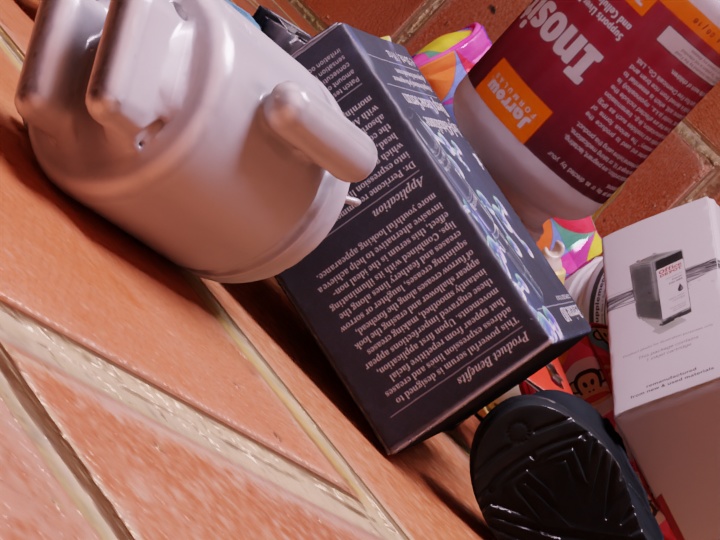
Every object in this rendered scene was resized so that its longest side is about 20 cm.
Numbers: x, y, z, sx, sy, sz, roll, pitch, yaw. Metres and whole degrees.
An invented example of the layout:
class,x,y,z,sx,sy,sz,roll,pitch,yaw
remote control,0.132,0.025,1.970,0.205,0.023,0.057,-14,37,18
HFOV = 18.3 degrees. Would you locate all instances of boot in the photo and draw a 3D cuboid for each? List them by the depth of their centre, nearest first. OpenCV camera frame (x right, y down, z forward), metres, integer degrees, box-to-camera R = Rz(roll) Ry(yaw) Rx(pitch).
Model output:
class,x,y,z,sx,sy,sz,roll,pitch,yaw
boot,0.110,0.115,1.255,0.200,0.076,0.168,49,7,-27

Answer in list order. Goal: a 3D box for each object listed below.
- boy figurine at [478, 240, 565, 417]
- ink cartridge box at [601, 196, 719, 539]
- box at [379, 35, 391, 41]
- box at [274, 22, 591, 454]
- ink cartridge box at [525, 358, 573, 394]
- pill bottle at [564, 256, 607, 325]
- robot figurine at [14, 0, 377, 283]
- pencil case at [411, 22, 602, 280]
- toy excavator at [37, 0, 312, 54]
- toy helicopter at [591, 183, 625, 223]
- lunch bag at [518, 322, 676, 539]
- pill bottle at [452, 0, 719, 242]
class,x,y,z,sx,sy,sz,roll,pitch,yaw
boy figurine,0.084,0.021,1.539,0.064,0.123,0.202,-141,-139,-72
ink cartridge box,0.217,0.072,1.408,0.201,0.082,0.147,-84,149,-57
box,0.010,-0.076,1.569,0.200,0.050,0.076,86,-9,-63
box,0.019,-0.018,1.199,0.201,0.107,0.148,57,12,6
ink cartridge box,0.069,-0.001,1.358,0.200,0.050,0.109,38,13,-16
pill bottle,0.233,0.033,1.633,0.116,0.116,0.200,42,-22,-22
robot figurine,-0.077,-0.064,1.044,0.168,0.114,0.200,7,-17,32
pencil case,0.096,-0.074,1.593,0.201,0.088,0.088,62,3,-11
toy excavator,-0.131,-0.152,1.470,0.199,0.100,0.195,30,7,-12
toy helicopter,0.150,-0.004,1.748,0.079,0.201,0.132,42,18,26
lunch bag,0.191,0.143,1.502,0.200,0.082,0.177,37,29,-51
pill bottle,0.128,-0.105,1.305,0.113,0.200,0.113,39,14,-12
